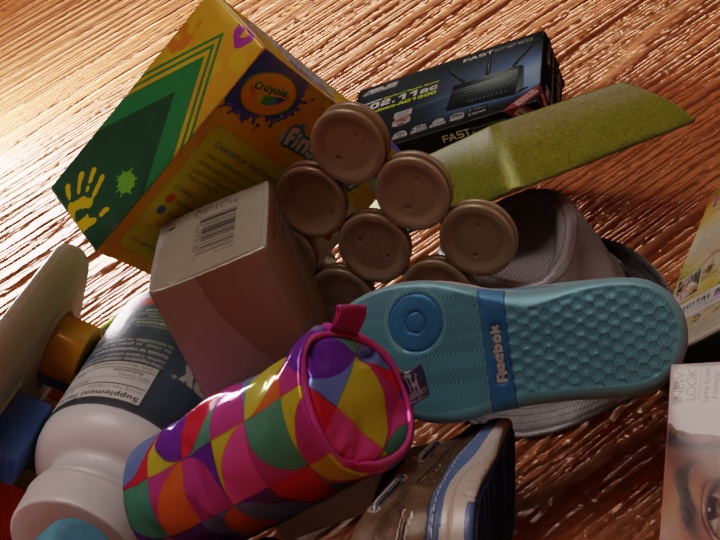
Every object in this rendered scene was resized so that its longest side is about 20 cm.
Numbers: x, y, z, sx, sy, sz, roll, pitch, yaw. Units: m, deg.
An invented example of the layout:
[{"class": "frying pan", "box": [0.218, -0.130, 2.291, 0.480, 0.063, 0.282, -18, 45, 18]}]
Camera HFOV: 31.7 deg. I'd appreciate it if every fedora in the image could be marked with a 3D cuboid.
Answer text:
[{"class": "fedora", "box": [0.115, 0.011, 0.858, 0.175, 0.091, 0.201, -22, 29, 6]}]

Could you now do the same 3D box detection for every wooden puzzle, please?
[{"class": "wooden puzzle", "box": [-0.233, 0.111, 0.894, 0.046, 0.202, 0.186, 18, 39, 5]}]

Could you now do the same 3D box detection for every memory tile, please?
[{"class": "memory tile", "box": [0.000, 0.000, 0.827, 0.201, 0.152, 0.017, -56, 0, 36]}]

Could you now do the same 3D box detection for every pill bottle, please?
[{"class": "pill bottle", "box": [-0.152, 0.117, 0.866, 0.118, 0.121, 0.201, -10, 32, 25]}]

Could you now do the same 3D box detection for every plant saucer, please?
[{"class": "plant saucer", "box": [0.111, -0.082, 0.934, 0.198, 0.049, 0.199, -22, 1, -35]}]

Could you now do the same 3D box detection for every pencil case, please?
[{"class": "pencil case", "box": [-0.053, 0.096, 0.690, 0.199, 0.088, 0.089, -34, 16, 42]}]

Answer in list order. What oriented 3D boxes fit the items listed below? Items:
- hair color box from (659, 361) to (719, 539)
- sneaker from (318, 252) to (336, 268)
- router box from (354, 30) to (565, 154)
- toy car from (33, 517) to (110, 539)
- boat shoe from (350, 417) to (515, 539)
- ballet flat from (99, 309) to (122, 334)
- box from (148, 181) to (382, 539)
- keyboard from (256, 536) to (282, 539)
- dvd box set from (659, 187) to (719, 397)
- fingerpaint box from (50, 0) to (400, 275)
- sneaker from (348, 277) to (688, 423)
[{"class": "hair color box", "box": [0.245, 0.101, 0.592, 0.197, 0.064, 0.113, -7, 61, 33]}, {"class": "sneaker", "box": [-0.048, 0.028, 1.007, 0.082, 0.075, 0.200, -46, 26, 8]}, {"class": "router box", "box": [0.085, -0.136, 1.157, 0.197, 0.063, 0.151, -15, 29, 19]}, {"class": "toy car", "box": [-0.260, 0.200, 0.676, 0.184, 0.200, 0.178, -40, 24, 18]}, {"class": "boat shoe", "box": [0.042, 0.119, 0.678, 0.071, 0.074, 0.200, 0, 0, 14]}, {"class": "ballet flat", "box": [-0.184, 0.059, 1.056, 0.197, 0.068, 0.067, -24, 7, 7]}, {"class": "box", "box": [-0.053, 0.059, 0.796, 0.077, 0.202, 0.095, -20, 29, 8]}, {"class": "keyboard", "box": [-0.003, 0.175, 0.645, 0.198, 0.040, 0.103, 0, 1, 36]}, {"class": "dvd box set", "box": [0.261, -0.018, 0.791, 0.146, 0.029, 0.201, -36, 13, 43]}, {"class": "fingerpaint box", "box": [-0.083, -0.068, 0.865, 0.167, 0.199, 0.073, -48, 58, 9]}, {"class": "sneaker", "box": [0.089, 0.044, 0.734, 0.196, 0.081, 0.130, 0, -2, 15]}]
